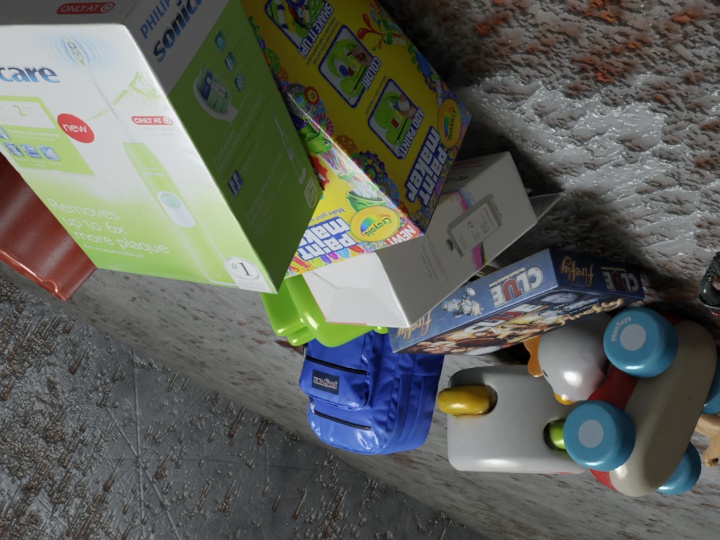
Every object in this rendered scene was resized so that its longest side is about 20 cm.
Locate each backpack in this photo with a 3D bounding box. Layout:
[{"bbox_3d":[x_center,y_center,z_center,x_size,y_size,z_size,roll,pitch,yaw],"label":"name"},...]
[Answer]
[{"bbox_3d":[0.004,0.129,1.057,0.162,0.202,0.167,11,-175,43],"label":"backpack"}]

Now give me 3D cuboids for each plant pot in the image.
[{"bbox_3d":[-0.326,-0.086,0.923,0.200,0.196,0.201,32,165,10],"label":"plant pot"}]

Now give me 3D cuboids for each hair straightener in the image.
[{"bbox_3d":[0.360,0.049,0.718,0.200,0.041,0.077,41,156,-28],"label":"hair straightener"}]

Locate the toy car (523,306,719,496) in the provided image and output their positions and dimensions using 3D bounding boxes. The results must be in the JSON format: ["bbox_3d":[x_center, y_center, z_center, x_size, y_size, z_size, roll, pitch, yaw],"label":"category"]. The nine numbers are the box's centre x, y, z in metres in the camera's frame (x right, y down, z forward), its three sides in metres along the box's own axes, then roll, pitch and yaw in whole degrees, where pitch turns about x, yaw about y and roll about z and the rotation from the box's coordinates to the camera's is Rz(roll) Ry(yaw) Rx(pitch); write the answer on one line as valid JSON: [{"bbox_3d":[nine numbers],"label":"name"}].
[{"bbox_3d":[0.240,0.111,0.851,0.184,0.178,0.199,25,179,-42],"label":"toy car"}]

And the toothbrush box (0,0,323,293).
[{"bbox_3d":[-0.126,-0.085,0.478,0.145,0.086,0.201,7,145,23],"label":"toothbrush box"}]

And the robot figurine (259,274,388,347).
[{"bbox_3d":[0.000,0.000,0.830,0.199,0.116,0.176,-26,155,7],"label":"robot figurine"}]

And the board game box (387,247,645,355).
[{"bbox_3d":[0.139,0.036,0.776,0.135,0.035,0.199,7,156,-40],"label":"board game box"}]

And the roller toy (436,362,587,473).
[{"bbox_3d":[0.201,0.189,1.079,0.198,0.141,0.183,-1,166,8],"label":"roller toy"}]

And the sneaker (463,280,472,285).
[{"bbox_3d":[0.086,0.030,0.940,0.199,0.078,0.085,24,161,7],"label":"sneaker"}]

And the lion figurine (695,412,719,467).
[{"bbox_3d":[0.367,0.147,0.910,0.199,0.073,0.123,26,155,13],"label":"lion figurine"}]

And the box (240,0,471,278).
[{"bbox_3d":[-0.064,-0.107,0.603,0.199,0.123,0.193,-17,129,45],"label":"box"}]

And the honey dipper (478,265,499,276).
[{"bbox_3d":[0.123,-0.002,0.874,0.199,0.038,0.038,21,161,21],"label":"honey dipper"}]

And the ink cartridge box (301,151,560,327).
[{"bbox_3d":[0.059,-0.036,0.685,0.116,0.200,0.068,-3,118,54],"label":"ink cartridge box"}]
